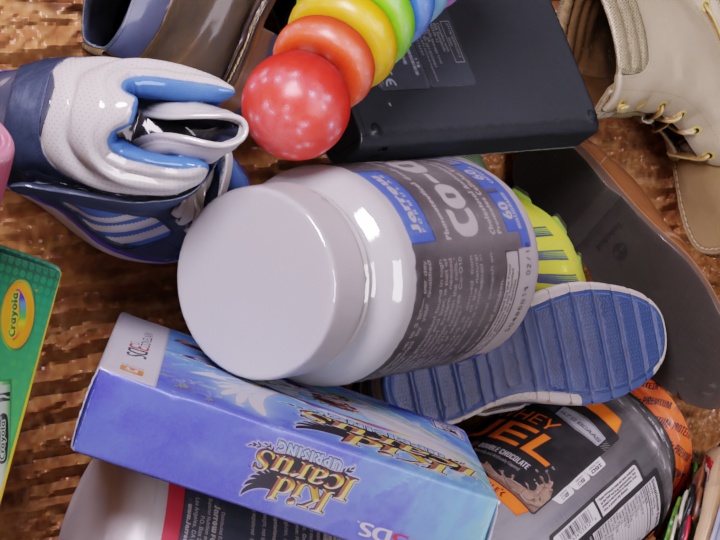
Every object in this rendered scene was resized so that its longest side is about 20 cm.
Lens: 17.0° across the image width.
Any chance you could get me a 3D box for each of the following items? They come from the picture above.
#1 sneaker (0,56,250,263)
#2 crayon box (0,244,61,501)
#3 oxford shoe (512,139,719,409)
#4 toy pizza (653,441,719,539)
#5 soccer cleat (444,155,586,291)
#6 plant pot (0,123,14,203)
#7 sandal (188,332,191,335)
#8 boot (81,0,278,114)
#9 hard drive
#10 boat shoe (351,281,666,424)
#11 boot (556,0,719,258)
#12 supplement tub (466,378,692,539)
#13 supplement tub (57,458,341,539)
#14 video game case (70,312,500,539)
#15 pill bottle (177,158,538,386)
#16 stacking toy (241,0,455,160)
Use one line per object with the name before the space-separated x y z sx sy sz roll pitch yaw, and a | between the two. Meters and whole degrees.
sneaker | -0.091 -0.051 1.199 0.200 0.146 0.081 23 76 -44
crayon box | -0.219 0.081 1.116 0.058 0.119 0.201 20 82 -45
oxford shoe | 0.178 -0.006 1.479 0.200 0.071 0.071 56 31 10
toy pizza | 0.192 0.194 1.511 0.200 0.032 0.201 20 90 -87
soccer cleat | 0.063 -0.027 1.414 0.200 0.065 0.084 49 47 -31
plant pot | -0.265 0.000 1.020 0.200 0.200 0.179 4 109 -45
sandal | -0.038 0.049 1.343 0.200 0.045 0.075 -32 120 -37
boot | -0.079 -0.182 1.246 0.097 0.075 0.201 16 87 -48
hard drive | 0.040 -0.132 1.358 0.200 0.033 0.140 -7 70 -44
boat shoe | 0.085 0.048 1.413 0.199 0.072 0.072 -7 90 -27
boot | 0.191 -0.097 1.530 0.155 0.073 0.201 -13 104 -44
supplement tub | 0.104 0.143 1.447 0.200 0.122 0.123 -37 121 -36
supplement tub | -0.052 0.171 1.237 0.199 0.140 0.141 18 83 -17
video game case | -0.037 0.083 1.193 0.199 0.181 0.046 19 97 -5
pill bottle | 0.000 0.000 1.247 0.200 0.114 0.114 -7 102 -59
stacking toy | -0.003 -0.129 1.230 0.086 0.085 0.200 65 36 -30
